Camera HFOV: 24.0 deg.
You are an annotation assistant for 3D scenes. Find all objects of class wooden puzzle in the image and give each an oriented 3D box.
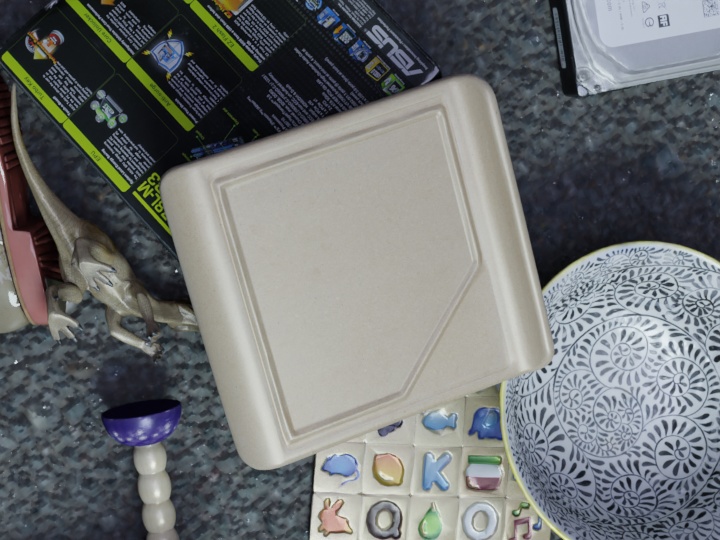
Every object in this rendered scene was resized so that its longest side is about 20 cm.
[{"bbox_3d":[0.000,0.000,0.982,0.198,0.037,0.187,-18,106,-9],"label":"wooden puzzle"}]

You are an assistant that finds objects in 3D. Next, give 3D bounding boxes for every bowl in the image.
[{"bbox_3d":[0.170,0.086,1.088,0.198,0.094,0.203,1,85,-13],"label":"bowl"}]

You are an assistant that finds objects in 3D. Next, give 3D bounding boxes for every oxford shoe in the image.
[{"bbox_3d":[-0.238,-0.058,1.013,0.074,0.070,0.202,-15,92,5],"label":"oxford shoe"}]

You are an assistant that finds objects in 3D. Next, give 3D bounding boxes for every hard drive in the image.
[{"bbox_3d":[0.219,-0.199,1.106,0.198,0.038,0.141,-11,98,-11],"label":"hard drive"}]

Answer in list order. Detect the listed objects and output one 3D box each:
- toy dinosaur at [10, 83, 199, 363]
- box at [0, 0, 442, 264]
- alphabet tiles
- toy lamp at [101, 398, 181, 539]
[{"bbox_3d":[-0.164,-0.007,1.013,0.058,0.101,0.200,-33,118,14],"label":"toy dinosaur"},{"bbox_3d":[-0.084,-0.119,1.016,0.193,0.048,0.200,-44,80,-3],"label":"box"},{"bbox_3d":[0.048,0.148,1.121,0.164,0.006,0.202,2,95,-11],"label":"alphabet tiles"},{"bbox_3d":[-0.121,0.185,1.065,0.058,0.058,0.202,-10,98,-10],"label":"toy lamp"}]
